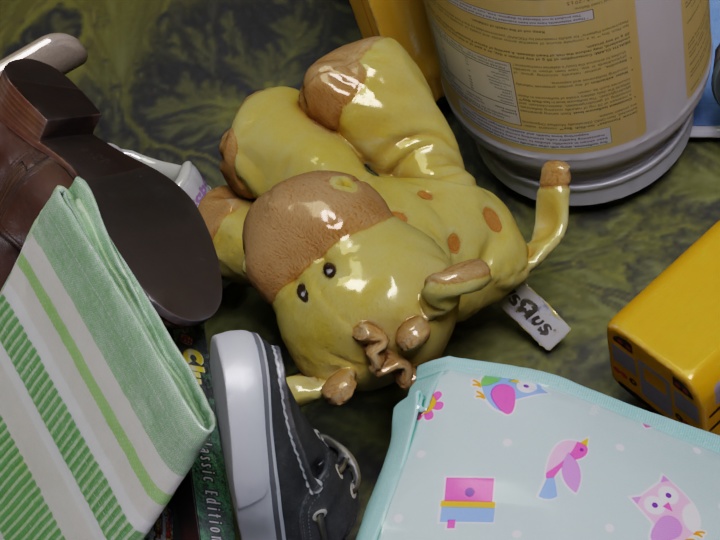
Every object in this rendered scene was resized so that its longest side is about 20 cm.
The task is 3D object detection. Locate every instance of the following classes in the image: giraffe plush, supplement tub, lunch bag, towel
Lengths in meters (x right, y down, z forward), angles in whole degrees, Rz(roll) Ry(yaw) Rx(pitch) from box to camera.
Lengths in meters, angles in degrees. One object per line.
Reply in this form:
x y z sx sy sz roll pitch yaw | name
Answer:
0.000 0.000 0.858 0.200 0.173 0.162 28 23 7 | giraffe plush
0.105 -0.142 0.924 0.145 0.200 0.146 -6 53 8 | supplement tub
0.088 0.143 0.753 0.200 0.122 0.171 24 59 -4 | lunch bag
-0.139 0.076 0.849 0.023 0.200 0.153 -7 53 -40 | towel

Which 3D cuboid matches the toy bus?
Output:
0.212 -0.002 0.888 0.200 0.078 0.065 -41 55 -16 | toy bus

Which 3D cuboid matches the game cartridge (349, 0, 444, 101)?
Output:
0.075 -0.202 0.992 0.200 0.177 0.032 -39 47 -16 | game cartridge

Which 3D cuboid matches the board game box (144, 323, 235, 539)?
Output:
-0.099 0.102 0.881 0.023 0.105 0.200 12 47 -28 | board game box

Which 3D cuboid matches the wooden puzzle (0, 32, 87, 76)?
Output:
-0.238 -0.066 1.006 0.185 0.200 0.037 -32 98 -11 | wooden puzzle

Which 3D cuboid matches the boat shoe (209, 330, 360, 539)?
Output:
-0.028 0.100 0.800 0.056 0.200 0.069 -12 42 -6 | boat shoe

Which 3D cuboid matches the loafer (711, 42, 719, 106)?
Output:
0.281 -0.106 0.954 0.199 0.072 0.063 4 41 -1 | loafer

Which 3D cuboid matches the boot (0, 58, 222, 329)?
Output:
-0.161 0.024 0.921 0.064 0.200 0.187 -4 45 -44 | boot

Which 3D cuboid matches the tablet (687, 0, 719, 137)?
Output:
0.169 -0.125 1.032 0.199 0.014 0.130 2 55 15 | tablet

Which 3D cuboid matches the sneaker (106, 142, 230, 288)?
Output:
-0.164 -0.039 0.996 0.199 0.100 0.075 4 52 17 | sneaker
